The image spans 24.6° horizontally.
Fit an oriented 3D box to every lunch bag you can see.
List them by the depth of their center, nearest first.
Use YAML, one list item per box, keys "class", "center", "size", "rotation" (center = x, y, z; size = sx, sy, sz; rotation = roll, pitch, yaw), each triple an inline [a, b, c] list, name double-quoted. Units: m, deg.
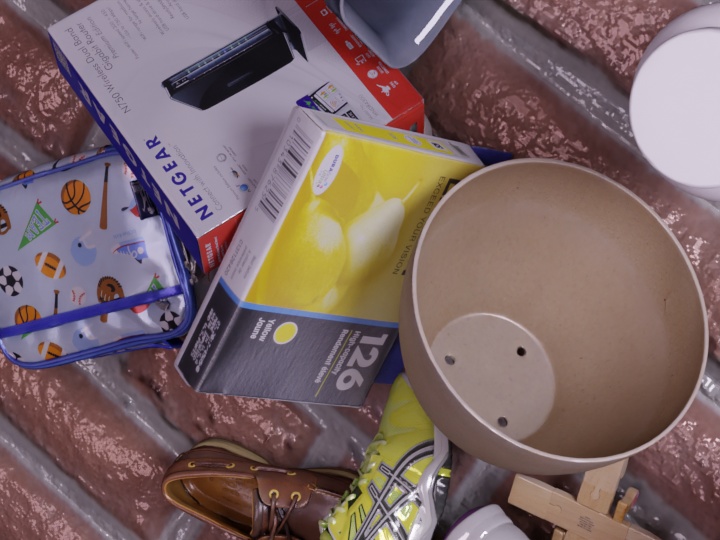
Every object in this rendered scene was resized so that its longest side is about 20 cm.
- class: "lunch bag"
  center: [-0.199, -0.008, 1.254]
  size: [0.198, 0.075, 0.162]
  rotation: [-12, 96, 27]

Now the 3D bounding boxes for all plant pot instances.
- class: "plant pot"
  center: [0.106, 0.047, 1.074]
  size: [0.201, 0.199, 0.135]
  rotation: [52, 152, 8]

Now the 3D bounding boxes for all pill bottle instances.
- class: "pill bottle"
  center: [0.223, -0.101, 0.968]
  size: [0.111, 0.200, 0.114]
  rotation: [4, 101, 23]

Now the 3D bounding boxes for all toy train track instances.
- class: "toy train track"
  center: [0.150, 0.205, 1.150]
  size: [0.114, 0.032, 0.202]
  rotation: [23, 115, 20]

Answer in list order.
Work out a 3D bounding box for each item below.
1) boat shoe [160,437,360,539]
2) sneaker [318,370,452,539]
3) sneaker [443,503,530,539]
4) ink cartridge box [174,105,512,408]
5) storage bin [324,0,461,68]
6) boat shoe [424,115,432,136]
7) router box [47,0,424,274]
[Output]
- class: "boat shoe"
  center: [-0.058, 0.180, 1.221]
  size: [0.198, 0.067, 0.073]
  rotation: [14, 104, 22]
- class: "sneaker"
  center: [0.014, 0.165, 1.143]
  size: [0.075, 0.075, 0.202]
  rotation: [13, 72, -11]
- class: "sneaker"
  center: [0.083, 0.265, 1.144]
  size: [0.099, 0.074, 0.202]
  rotation: [34, 126, 34]
- class: "ink cartridge box"
  center: [0.000, 0.000, 1.093]
  size: [0.047, 0.198, 0.199]
  rotation: [47, 119, 44]
- class: "storage bin"
  center: [0.021, -0.256, 1.075]
  size: [0.134, 0.145, 0.201]
  rotation: [37, 92, 29]
- class: "boat shoe"
  center: [-0.055, -0.086, 1.161]
  size: [0.198, 0.093, 0.076]
  rotation: [-1, 98, 25]
- class: "router box"
  center: [-0.083, -0.124, 1.111]
  size: [0.178, 0.049, 0.201]
  rotation: [-32, 66, -15]
